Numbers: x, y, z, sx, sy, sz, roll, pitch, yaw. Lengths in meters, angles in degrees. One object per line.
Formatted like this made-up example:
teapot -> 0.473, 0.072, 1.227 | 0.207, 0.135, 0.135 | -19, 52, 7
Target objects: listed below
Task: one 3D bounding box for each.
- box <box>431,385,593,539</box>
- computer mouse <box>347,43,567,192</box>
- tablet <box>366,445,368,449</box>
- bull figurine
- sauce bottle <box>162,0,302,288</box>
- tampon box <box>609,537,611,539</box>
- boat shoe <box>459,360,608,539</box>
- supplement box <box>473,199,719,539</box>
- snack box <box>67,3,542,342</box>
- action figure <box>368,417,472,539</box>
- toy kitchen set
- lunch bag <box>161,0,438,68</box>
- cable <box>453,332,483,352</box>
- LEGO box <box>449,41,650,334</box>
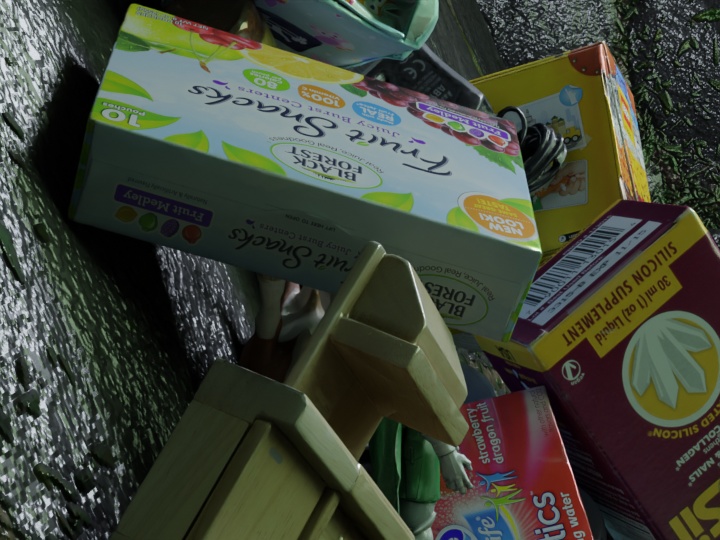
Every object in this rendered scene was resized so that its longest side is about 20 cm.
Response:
box -> 0.080, 0.177, 0.913 | 0.096, 0.098, 0.202 | 81, -4, -54
computer mouse -> 0.023, -0.096, 1.098 | 0.200, 0.138, 0.053 | 47, -16, 16
tablet -> 0.000, 0.000, 0.966 | 0.130, 0.013, 0.203 | 27, 65, -73
bull figurine -> -0.026, 0.046, 0.795 | 0.200, 0.064, 0.123 | -99, -165, -72
sauce bottle -> -0.050, -0.065, 0.927 | 0.066, 0.065, 0.201 | -101, 167, -46
tampon box -> 0.195, 0.195, 1.301 | 0.128, 0.149, 0.200 | 70, 13, 19
boat shoe -> 0.085, 0.134, 1.060 | 0.200, 0.073, 0.066 | 51, -9, 43
supplement box -> 0.179, 0.077, 1.002 | 0.201, 0.131, 0.103 | 53, -11, -15
snack box -> -0.023, -0.047, 0.762 | 0.143, 0.198, 0.053 | -90, -162, -60
action figure -> 0.025, 0.088, 0.818 | 0.118, 0.054, 0.203 | -101, -167, -82
toy kitchen set -> 0.049, 0.102, 0.624 | 0.164, 0.179, 0.200 | -60, 147, -19
lunch bag -> -0.047, -0.198, 0.923 | 0.170, 0.121, 0.202 | -1, -61, 63
cable -> 0.104, -0.040, 1.232 | 0.069, 0.198, 0.202 | 52, 25, -65
LEGO box -> 0.090, -0.049, 1.139 | 0.077, 0.198, 0.151 | 46, 35, -55
